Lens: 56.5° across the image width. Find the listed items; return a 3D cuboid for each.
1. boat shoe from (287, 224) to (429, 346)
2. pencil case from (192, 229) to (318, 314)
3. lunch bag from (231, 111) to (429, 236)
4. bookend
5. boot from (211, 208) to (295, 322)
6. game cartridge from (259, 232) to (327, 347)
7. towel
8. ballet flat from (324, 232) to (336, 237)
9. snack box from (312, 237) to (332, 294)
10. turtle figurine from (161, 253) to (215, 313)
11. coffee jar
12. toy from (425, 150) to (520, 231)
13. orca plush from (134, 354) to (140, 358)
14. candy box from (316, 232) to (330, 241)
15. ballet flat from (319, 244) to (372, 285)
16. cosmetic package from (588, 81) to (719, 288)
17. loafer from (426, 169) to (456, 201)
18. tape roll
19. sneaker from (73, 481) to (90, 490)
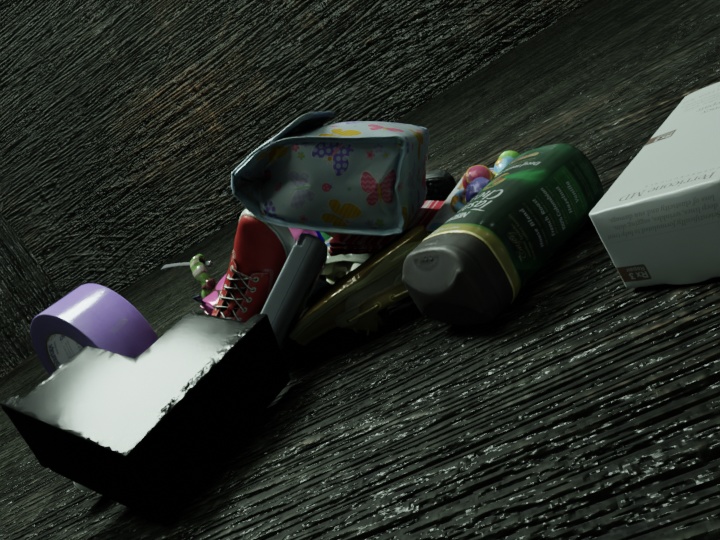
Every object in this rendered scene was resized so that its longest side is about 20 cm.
[{"bbox_3d":[0.005,0.033,0.719,0.199,0.067,0.074,-36,8,27],"label":"boat shoe"},{"bbox_3d":[-0.151,0.004,1.011,0.200,0.091,0.093,-47,31,-19],"label":"pencil case"},{"bbox_3d":[-0.031,-0.116,0.762,0.198,0.129,0.170,3,16,14],"label":"lunch bag"},{"bbox_3d":[-0.215,0.125,0.691,0.198,0.093,0.199,7,38,32],"label":"bookend"},{"bbox_3d":[-0.145,0.024,0.807,0.145,0.072,0.201,-54,-13,-32],"label":"boot"},{"bbox_3d":[-0.082,0.031,0.805,0.134,0.041,0.200,-60,0,-6],"label":"game cartridge"},{"bbox_3d":[0.073,-0.051,0.801,0.198,0.023,0.145,2,28,22],"label":"towel"},{"bbox_3d":[0.028,-0.062,0.928,0.072,0.199,0.068,53,127,40],"label":"ballet flat"},{"bbox_3d":[-0.027,-0.029,1.013,0.199,0.024,0.072,-38,-26,-18],"label":"snack box"},{"bbox_3d":[-0.217,0.016,1.116,0.193,0.145,0.200,-32,17,-9],"label":"turtle figurine"},{"bbox_3d":[0.132,-0.033,0.625,0.200,0.086,0.104,-41,16,-28],"label":"coffee jar"},{"bbox_3d":[0.159,-0.103,0.802,0.114,0.048,0.200,3,26,25],"label":"toy"},{"bbox_3d":[-0.282,0.180,0.878,0.105,0.071,0.201,-2,50,46],"label":"orca plush"},{"bbox_3d":[-0.072,-0.110,1.163,0.077,0.170,0.200,-21,17,26],"label":"candy box"},{"bbox_3d":[0.000,0.000,0.881,0.199,0.067,0.064,3,66,60],"label":"ballet flat"},{"bbox_3d":[0.266,-0.076,0.500,0.200,0.074,0.101,-41,16,-34],"label":"cosmetic package"},{"bbox_3d":[0.076,-0.118,1.071,0.200,0.068,0.071,-22,26,49],"label":"loafer"},{"bbox_3d":[-0.394,0.126,1.013,0.199,0.201,0.085,-20,18,42],"label":"tape roll"},{"bbox_3d":[-0.256,0.166,0.780,0.200,0.100,0.078,-39,15,-24],"label":"sneaker"}]
